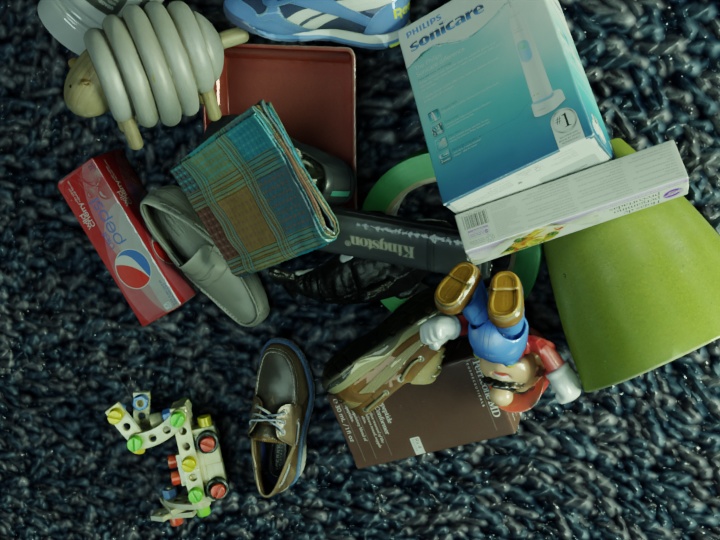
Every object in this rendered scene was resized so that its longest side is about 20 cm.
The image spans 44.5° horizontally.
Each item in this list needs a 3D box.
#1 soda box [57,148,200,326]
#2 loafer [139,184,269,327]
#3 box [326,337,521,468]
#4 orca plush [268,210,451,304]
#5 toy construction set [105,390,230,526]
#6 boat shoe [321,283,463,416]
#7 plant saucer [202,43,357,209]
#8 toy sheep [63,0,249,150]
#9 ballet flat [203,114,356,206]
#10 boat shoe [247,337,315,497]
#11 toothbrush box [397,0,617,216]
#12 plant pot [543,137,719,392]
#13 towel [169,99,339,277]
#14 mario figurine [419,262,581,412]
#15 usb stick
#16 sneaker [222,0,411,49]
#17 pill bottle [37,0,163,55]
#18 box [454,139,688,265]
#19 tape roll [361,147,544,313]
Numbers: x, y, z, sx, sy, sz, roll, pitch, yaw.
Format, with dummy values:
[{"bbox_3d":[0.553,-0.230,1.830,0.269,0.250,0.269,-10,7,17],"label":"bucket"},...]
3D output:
[{"bbox_3d":[-0.276,-0.040,1.061,0.070,0.063,0.201,-27,98,25],"label":"soda box"},{"bbox_3d":[-0.186,-0.011,1.036,0.070,0.070,0.200,-41,91,25],"label":"loafer"},{"bbox_3d":[0.073,0.149,1.000,0.199,0.075,0.101,-19,101,22],"label":"box"},{"bbox_3d":[0.000,0.000,0.906,0.198,0.071,0.106,-4,118,10],"label":"orca plush"},{"bbox_3d":[-0.238,0.246,1.127,0.130,0.092,0.202,-11,113,-3],"label":"toy construction set"},{"bbox_3d":[0.053,0.083,0.929,0.199,0.076,0.074,-35,105,17],"label":"boat shoe"},{"bbox_3d":[-0.083,-0.144,0.960,0.198,0.037,0.202,10,111,28],"label":"plant saucer"},{"bbox_3d":[-0.208,-0.209,0.904,0.199,0.138,0.139,-25,101,-15],"label":"toy sheep"},{"bbox_3d":[-0.098,-0.114,0.917,0.199,0.073,0.074,23,114,23],"label":"ballet flat"},{"bbox_3d":[-0.099,0.183,1.069,0.072,0.072,0.202,4,109,17],"label":"boat shoe"},{"bbox_3d":[0.132,-0.161,0.817,0.146,0.085,0.202,-25,63,24],"label":"toothbrush box"},{"bbox_3d":[0.252,-0.015,0.841,0.186,0.187,0.201,-30,80,25],"label":"plant pot"},{"bbox_3d":[-0.112,-0.071,0.886,0.199,0.022,0.147,-19,104,52],"label":"towel"},{"bbox_3d":[0.133,0.083,0.838,0.106,0.200,0.124,-35,50,0],"label":"mario figurine"},{"bbox_3d":[0.032,-0.029,0.858,0.198,0.033,0.056,11,138,17],"label":"usb stick"},{"bbox_3d":[-0.043,-0.278,0.888,0.198,0.074,0.083,5,134,9],"label":"sneaker"},{"bbox_3d":[-0.250,-0.328,0.929,0.114,0.114,0.200,46,115,0],"label":"pill bottle"},{"bbox_3d":[0.183,-0.057,0.772,0.198,0.039,0.042,-20,67,12],"label":"box"},{"bbox_3d":[0.096,-0.032,0.944,0.198,0.048,0.202,6,110,18],"label":"tape roll"}]
